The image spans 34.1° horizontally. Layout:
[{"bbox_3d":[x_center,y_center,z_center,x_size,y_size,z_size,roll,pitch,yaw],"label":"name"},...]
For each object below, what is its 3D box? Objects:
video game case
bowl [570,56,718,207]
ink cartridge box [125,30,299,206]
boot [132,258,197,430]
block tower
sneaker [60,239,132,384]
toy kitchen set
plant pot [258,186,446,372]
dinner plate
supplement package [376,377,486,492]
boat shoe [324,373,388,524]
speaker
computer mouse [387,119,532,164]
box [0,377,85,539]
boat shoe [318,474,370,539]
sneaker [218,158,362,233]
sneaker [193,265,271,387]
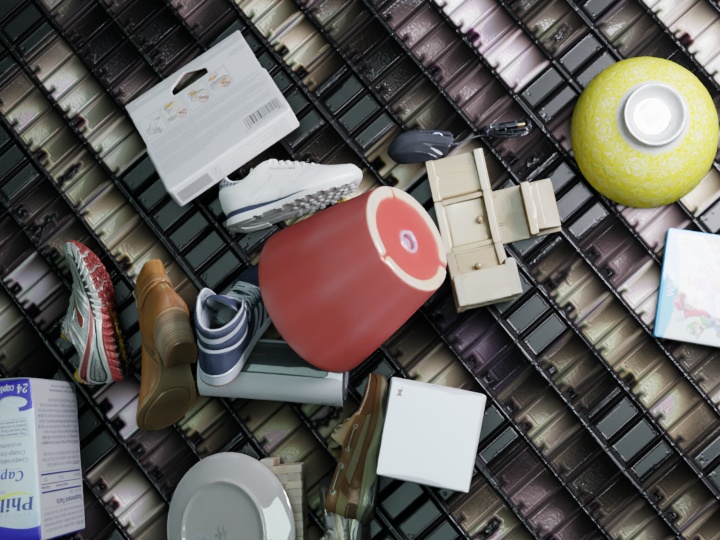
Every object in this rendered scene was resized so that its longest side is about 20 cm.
[{"bbox_3d":[0.490,0.031,1.532,0.196,0.018,0.146,9,85,7],"label":"video game case"},{"bbox_3d":[0.374,-0.190,1.525,0.196,0.108,0.204,-1,83,6],"label":"bowl"},{"bbox_3d":[-0.206,-0.212,1.616,0.198,0.045,0.177,-33,57,1],"label":"ink cartridge box"},{"bbox_3d":[-0.274,0.101,1.562,0.075,0.202,0.156,-8,47,-24],"label":"boot"},{"bbox_3d":[-0.096,0.346,1.534,0.057,0.054,0.204,-5,83,4],"label":"block tower"},{"bbox_3d":[-0.373,0.057,1.583,0.081,0.078,0.203,-16,82,5],"label":"sneaker"},{"bbox_3d":[0.180,-0.065,1.492,0.160,0.180,0.204,-13,85,3],"label":"toy kitchen set"},{"bbox_3d":[0.000,0.000,1.464,0.176,0.199,0.203,-32,80,35],"label":"plant pot"},{"bbox_3d":[-0.174,0.339,1.524,0.197,0.024,0.204,-3,84,28],"label":"dinner plate"},{"bbox_3d":[0.090,0.202,1.459,0.115,0.200,0.120,11,84,7],"label":"supplement package"},{"bbox_3d":[-0.005,0.221,1.497,0.072,0.076,0.202,6,53,5],"label":"boat shoe"},{"bbox_3d":[-0.114,0.132,1.549,0.196,0.081,0.083,4,84,7],"label":"speaker"},{"bbox_3d":[0.131,-0.182,1.571,0.196,0.059,0.035,-13,115,3],"label":"computer mouse"},{"bbox_3d":[-0.435,0.246,1.513,0.103,0.184,0.204,-7,82,3],"label":"box"},{"bbox_3d":[-0.024,0.362,1.523,0.072,0.074,0.204,-4,74,15],"label":"boat shoe"},{"bbox_3d":[-0.096,-0.117,1.583,0.197,0.077,0.082,-16,72,2],"label":"sneaker"},{"bbox_3d":[-0.157,0.041,1.506,0.069,0.110,0.202,11,46,12],"label":"sneaker"}]
